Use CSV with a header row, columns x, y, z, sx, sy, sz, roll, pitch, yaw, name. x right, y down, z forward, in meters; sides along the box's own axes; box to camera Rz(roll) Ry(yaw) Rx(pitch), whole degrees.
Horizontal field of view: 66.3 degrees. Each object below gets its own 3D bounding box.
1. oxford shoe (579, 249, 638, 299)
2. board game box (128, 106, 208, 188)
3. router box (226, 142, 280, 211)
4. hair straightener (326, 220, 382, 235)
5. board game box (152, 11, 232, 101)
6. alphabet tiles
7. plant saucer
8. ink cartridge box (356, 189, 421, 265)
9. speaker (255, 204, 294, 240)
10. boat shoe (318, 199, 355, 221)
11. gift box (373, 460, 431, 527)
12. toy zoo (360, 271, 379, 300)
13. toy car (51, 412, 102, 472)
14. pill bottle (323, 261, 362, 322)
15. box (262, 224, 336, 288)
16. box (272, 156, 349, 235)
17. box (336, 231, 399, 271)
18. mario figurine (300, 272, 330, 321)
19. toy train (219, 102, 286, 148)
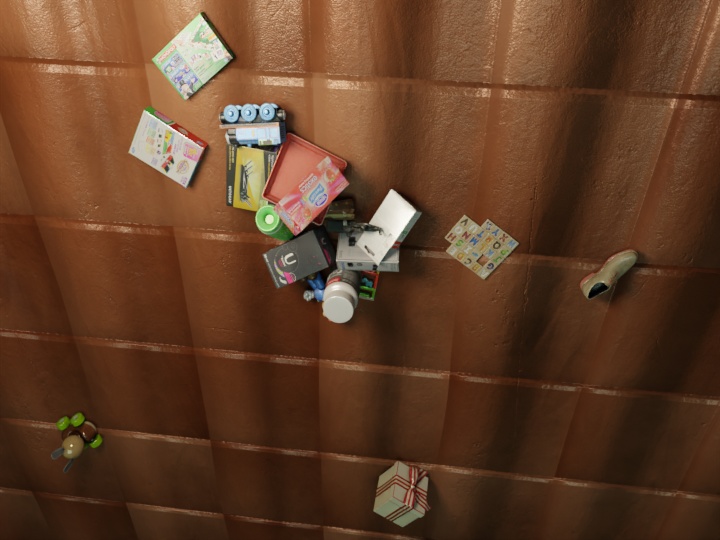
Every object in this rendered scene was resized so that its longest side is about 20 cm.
x,y,z,sx,sy,sz,roll,pitch,yaw,name
0.773,0.019,1.696,0.070,0.076,0.200,35,119,-14,oxford shoe
-0.576,-0.366,1.651,0.197,0.041,0.154,32,120,-12,board game box
-0.325,-0.283,1.664,0.152,0.053,0.205,10,122,1,router box
-0.024,-0.125,1.647,0.195,0.076,0.042,12,93,31,hair straightener
-0.457,-0.583,1.510,0.197,0.029,0.136,-29,113,23,board game box
0.369,-0.082,1.726,0.197,0.008,0.168,33,120,-14,alphabet tiles
-0.165,-0.268,1.624,0.195,0.037,0.204,24,95,-8,plant saucer
0.084,-0.127,1.655,0.109,0.050,0.202,43,110,24,ink cartridge box
-0.248,-0.141,1.653,0.085,0.200,0.092,-1,86,8,speaker
-0.108,-0.191,1.692,0.193,0.072,0.070,4,90,11,boat shoe
0.185,0.918,2.271,0.196,0.187,0.188,27,131,-14,gift box
0.000,0.000,1.815,0.127,0.021,0.205,12,122,1,toy zoo
-1.220,0.740,2.322,0.153,0.202,0.167,-16,119,16,toy car
-0.056,0.062,1.729,0.110,0.202,0.117,3,123,5,pill bottle
-0.191,-0.043,1.745,0.196,0.106,0.125,-23,97,20,box
-0.138,-0.207,1.540,0.200,0.094,0.103,-45,101,-18,box
0.027,-0.063,1.710,0.193,0.120,0.061,0,152,6,box
-0.126,0.096,1.834,0.105,0.124,0.202,-37,108,0,mario figurine
-0.302,-0.407,1.552,0.193,0.087,0.118,-1,104,7,toy train
